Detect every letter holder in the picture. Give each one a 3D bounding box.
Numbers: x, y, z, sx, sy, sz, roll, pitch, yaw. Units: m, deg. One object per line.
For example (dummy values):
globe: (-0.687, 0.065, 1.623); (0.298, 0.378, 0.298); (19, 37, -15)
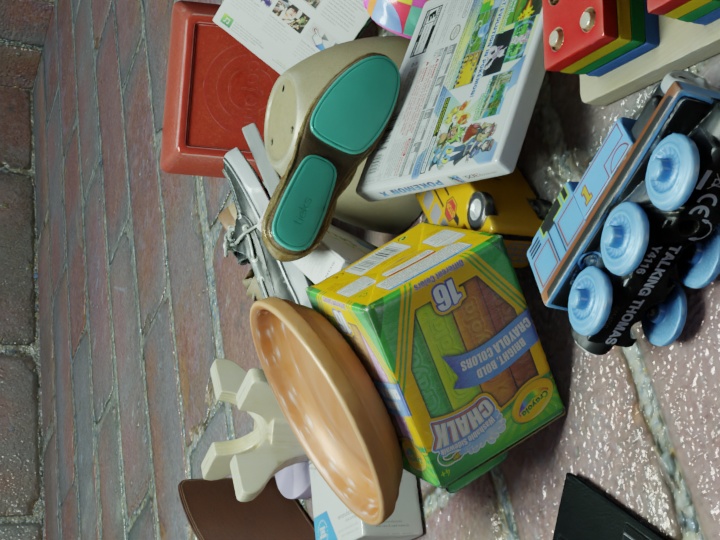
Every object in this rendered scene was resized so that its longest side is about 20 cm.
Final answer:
letter holder: (-0.132, 0.326, 1.266); (0.200, 0.141, 0.101); (-142, 60, -61)

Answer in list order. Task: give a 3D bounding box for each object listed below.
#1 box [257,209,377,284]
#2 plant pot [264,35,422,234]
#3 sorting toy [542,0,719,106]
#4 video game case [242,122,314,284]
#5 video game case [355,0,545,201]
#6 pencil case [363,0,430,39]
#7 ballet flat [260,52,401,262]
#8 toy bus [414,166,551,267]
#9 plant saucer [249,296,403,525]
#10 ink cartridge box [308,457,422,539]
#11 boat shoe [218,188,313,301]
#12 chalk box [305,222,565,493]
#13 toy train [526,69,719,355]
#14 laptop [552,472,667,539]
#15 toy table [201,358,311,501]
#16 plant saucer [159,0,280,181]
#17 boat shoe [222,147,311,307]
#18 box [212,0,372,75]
box: (0.000, 0.000, 1.016); (0.036, 0.144, 0.200); (-62, 29, 8)
plant pot: (-0.019, -0.143, 1.112); (0.200, 0.134, 0.201); (-21, 67, 62)
sorting toy: (0.192, -0.238, 0.750); (0.200, 0.069, 0.200); (160, 113, -63)
video game case: (-0.070, -0.047, 1.205); (0.143, 0.017, 0.200); (-116, 1, -48)
video game case: (0.085, -0.157, 0.908); (0.182, 0.022, 0.201); (-7, 58, 54)
pencil case: (0.062, -0.318, 1.028); (0.088, 0.088, 0.201); (-125, 45, -54)
ballet flat: (-0.030, -0.094, 0.948); (0.201, 0.068, 0.072); (-66, 12, -15)
toy bus: (0.092, -0.070, 0.942); (0.200, 0.065, 0.079); (-113, 37, -45)
plant saucer: (-0.024, 0.107, 0.884); (0.200, 0.037, 0.201); (51, 159, 28)
ink cartridge box: (-0.003, 0.174, 1.102); (0.116, 0.066, 0.201); (135, 133, -56)
boat shoe: (-0.096, 0.006, 1.242); (0.076, 0.072, 0.201); (-126, 11, -78)
chalk box: (0.065, 0.081, 0.866); (0.124, 0.124, 0.201); (14, 130, 65)
toy train: (0.185, -0.038, 0.719); (0.115, 0.086, 0.201); (-105, 30, -47)
laptop: (0.134, 0.264, 0.751); (0.177, 0.103, 0.201); (-149, 66, -62)
toy table: (-0.100, 0.181, 1.253); (0.184, 0.117, 0.201); (61, 138, 49)
plant saucer: (-0.124, -0.204, 1.271); (0.037, 0.199, 0.201); (-174, 88, -85)
boat shoe: (-0.108, -0.029, 1.150); (0.074, 0.068, 0.200); (69, 175, -85)
box: (-0.053, -0.299, 1.181); (0.200, 0.144, 0.036); (-48, 5, 40)
